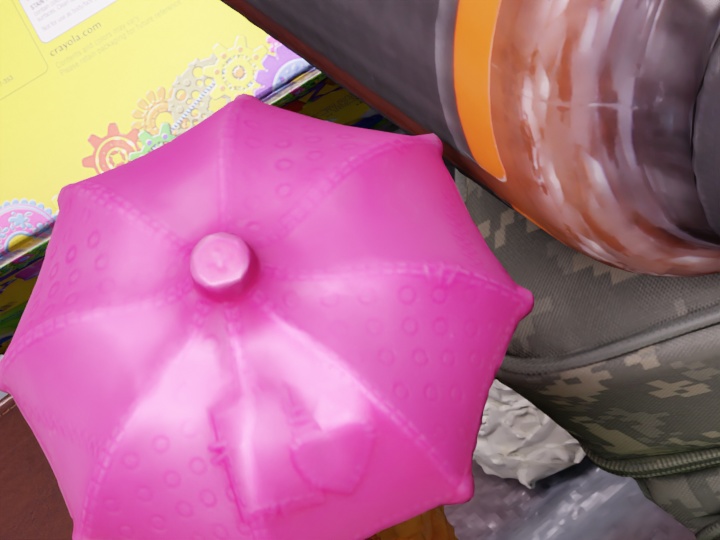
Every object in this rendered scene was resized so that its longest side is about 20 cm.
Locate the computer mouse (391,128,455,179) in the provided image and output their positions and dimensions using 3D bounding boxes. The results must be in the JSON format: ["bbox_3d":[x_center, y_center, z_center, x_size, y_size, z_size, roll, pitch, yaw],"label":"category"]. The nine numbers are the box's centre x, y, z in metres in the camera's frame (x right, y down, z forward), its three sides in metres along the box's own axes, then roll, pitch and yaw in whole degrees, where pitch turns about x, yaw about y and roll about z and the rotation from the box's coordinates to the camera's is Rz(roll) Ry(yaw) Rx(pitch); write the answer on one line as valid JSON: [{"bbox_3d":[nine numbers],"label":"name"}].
[{"bbox_3d":[0.000,0.000,0.840,0.140,0.046,0.200,-32,-2,19],"label":"computer mouse"}]

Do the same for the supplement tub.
[{"bbox_3d":[0.042,-0.067,0.579,0.107,0.107,0.200,-42,44,-9],"label":"supplement tub"}]

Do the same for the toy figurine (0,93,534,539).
[{"bbox_3d":[-0.001,0.048,0.588,0.150,0.184,0.200,-37,24,-14],"label":"toy figurine"}]

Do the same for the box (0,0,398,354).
[{"bbox_3d":[-0.053,-0.075,0.803,0.200,0.122,0.193,-30,-7,8],"label":"box"}]

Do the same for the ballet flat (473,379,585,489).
[{"bbox_3d":[0.100,-0.018,0.799,0.200,0.072,0.072,-36,33,-1],"label":"ballet flat"}]

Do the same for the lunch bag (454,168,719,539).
[{"bbox_3d":[0.142,-0.014,0.660,0.200,0.168,0.140,-18,53,29],"label":"lunch bag"}]

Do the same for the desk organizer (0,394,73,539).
[{"bbox_3d":[-0.146,0.089,0.882,0.200,0.077,0.072,-36,33,1],"label":"desk organizer"}]
